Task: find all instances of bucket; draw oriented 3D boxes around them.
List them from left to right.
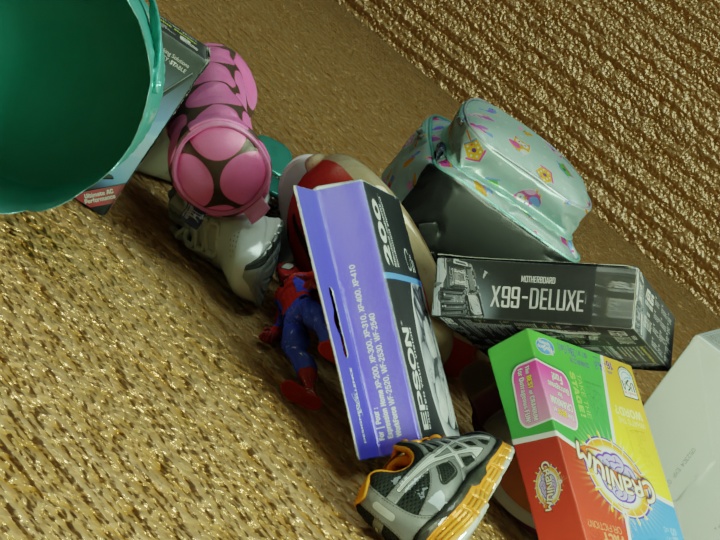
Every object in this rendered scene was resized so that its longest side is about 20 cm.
[{"bbox_3d":[-0.231,-0.141,1.360,0.206,0.208,0.135,35,7,0],"label":"bucket"}]

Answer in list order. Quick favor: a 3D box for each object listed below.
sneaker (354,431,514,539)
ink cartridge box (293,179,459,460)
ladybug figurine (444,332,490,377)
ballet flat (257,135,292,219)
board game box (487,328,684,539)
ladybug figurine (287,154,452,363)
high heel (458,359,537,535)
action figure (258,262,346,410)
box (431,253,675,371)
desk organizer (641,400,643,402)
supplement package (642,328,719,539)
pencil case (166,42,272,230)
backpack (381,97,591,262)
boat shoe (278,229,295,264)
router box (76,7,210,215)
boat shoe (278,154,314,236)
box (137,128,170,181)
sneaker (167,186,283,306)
[{"bbox_3d":[0.050,0.142,1.330,0.077,0.079,0.200,31,11,5],"label":"sneaker"},{"bbox_3d":[0.015,0.036,1.436,0.200,0.043,0.200,9,67,-76],"label":"ink cartridge box"},{"bbox_3d":[0.071,0.038,1.831,0.135,0.072,0.200,29,12,-31],"label":"ladybug figurine"},{"bbox_3d":[-0.087,-0.065,1.793,0.072,0.072,0.200,33,13,-13],"label":"ballet flat"},{"bbox_3d":[0.178,0.155,1.496,0.152,0.040,0.202,19,49,-48],"label":"board game box"},{"bbox_3d":[0.000,0.000,1.604,0.201,0.072,0.136,60,-31,4],"label":"ladybug figurine"},{"bbox_3d":[0.133,0.162,1.583,0.096,0.067,0.200,59,-2,-38],"label":"high heel"},{"bbox_3d":[-0.045,0.037,1.504,0.052,0.066,0.200,35,12,-17],"label":"action figure"},{"bbox_3d":[0.156,0.036,1.557,0.156,0.050,0.200,3,-11,19],"label":"box"},{"bbox_3d":[0.203,0.125,1.736,0.072,0.077,0.200,37,-3,10],"label":"desk organizer"},{"bbox_3d":[0.298,0.168,1.667,0.147,0.192,0.200,39,12,14],"label":"supplement package"},{"bbox_3d":[-0.116,-0.113,1.605,0.094,0.091,0.200,39,17,-22],"label":"pencil case"},{"bbox_3d":[0.110,-0.065,1.797,0.175,0.154,0.200,30,10,-15],"label":"backpack"},{"bbox_3d":[-0.025,-0.032,1.833,0.086,0.075,0.202,33,14,-13],"label":"boat shoe"},{"bbox_3d":[-0.236,-0.160,1.520,0.199,0.150,0.062,33,12,-14],"label":"router box"},{"bbox_3d":[-0.008,-0.016,1.715,0.201,0.073,0.065,62,14,-16],"label":"boat shoe"},{"bbox_3d":[-0.214,-0.145,1.716,0.095,0.078,0.200,42,12,25],"label":"box"},{"bbox_3d":[-0.114,-0.029,1.606,0.086,0.075,0.200,14,15,-16],"label":"sneaker"}]
